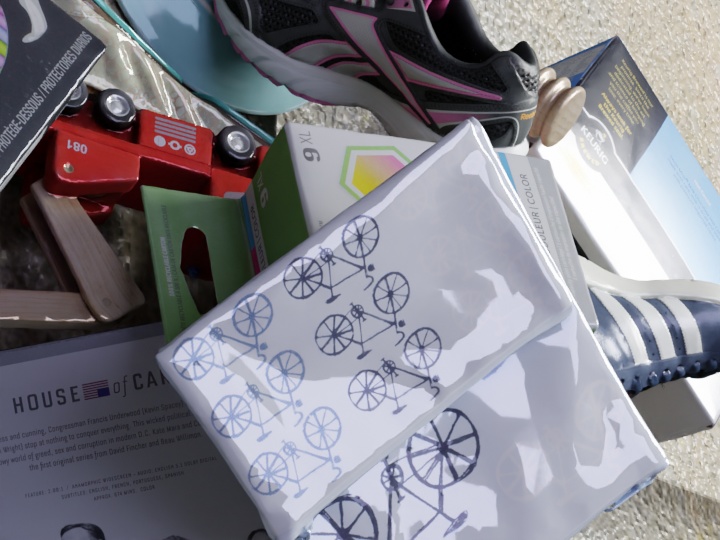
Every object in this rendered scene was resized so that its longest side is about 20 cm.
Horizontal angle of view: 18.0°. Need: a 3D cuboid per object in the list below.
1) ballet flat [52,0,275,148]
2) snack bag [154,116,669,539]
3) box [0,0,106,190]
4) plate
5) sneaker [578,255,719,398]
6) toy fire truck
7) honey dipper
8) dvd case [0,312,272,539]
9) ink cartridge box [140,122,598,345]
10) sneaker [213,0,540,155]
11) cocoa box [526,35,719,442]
[{"bbox_3d":[-0.104,-0.073,1.173,0.200,0.067,0.063,38,79,-27],"label":"ballet flat"},{"bbox_3d":[0.029,0.064,1.009,0.188,0.021,0.201,-36,107,-20],"label":"snack bag"},{"bbox_3d":[-0.230,-0.096,0.956,0.200,0.106,0.123,37,47,-8],"label":"box"},{"bbox_3d":[-0.069,-0.186,1.271,0.199,0.025,0.202,21,60,-40],"label":"plate"},{"bbox_3d":[0.139,0.048,1.196,0.199,0.075,0.085,12,66,-19],"label":"sneaker"},{"bbox_3d":[-0.134,-0.020,1.076,0.199,0.049,0.142,17,54,-22],"label":"toy fire truck"},{"bbox_3d":[0.034,-0.136,1.245,0.200,0.038,0.038,36,37,19],"label":"honey dipper"},{"bbox_3d":[-0.102,0.126,1.031,0.149,0.025,0.202,-10,75,-7],"label":"dvd case"},{"bbox_3d":[0.004,-0.008,1.066,0.199,0.059,0.104,7,49,-25],"label":"ink cartridge box"},{"bbox_3d":[0.017,-0.126,1.196,0.199,0.087,0.080,31,32,18],"label":"sneaker"},{"bbox_3d":[0.131,-0.008,1.334,0.201,0.133,0.131,55,43,-15],"label":"cocoa box"}]
